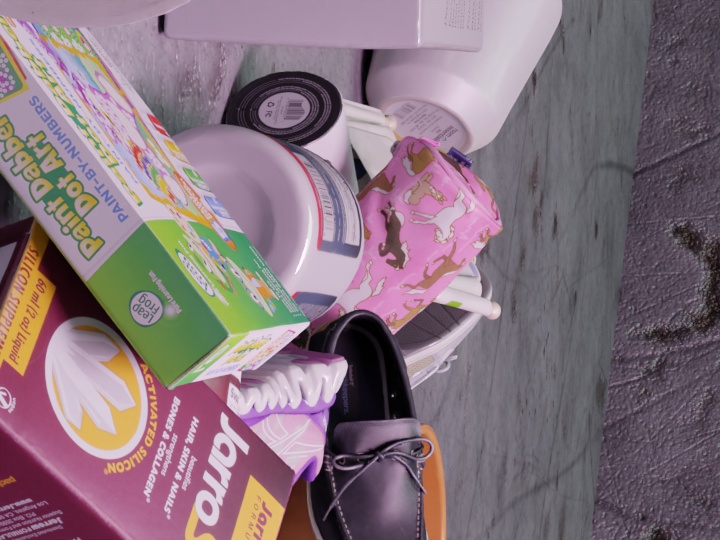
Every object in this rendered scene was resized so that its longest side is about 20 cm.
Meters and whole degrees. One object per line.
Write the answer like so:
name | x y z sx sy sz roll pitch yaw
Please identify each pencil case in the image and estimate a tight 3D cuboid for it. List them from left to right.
pencil case | 0.000 0.000 1.741 0.083 0.200 0.087 36 17 -39

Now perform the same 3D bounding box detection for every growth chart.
growth chart | 0.036 -0.047 1.870 0.145 0.018 0.200 23 34 -58

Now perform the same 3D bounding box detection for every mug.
mug | 0.080 -0.165 2.175 0.187 0.149 0.153 66 37 -51

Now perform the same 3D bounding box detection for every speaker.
speaker | -0.038 -0.038 1.808 0.200 0.081 0.081 81 18 -45

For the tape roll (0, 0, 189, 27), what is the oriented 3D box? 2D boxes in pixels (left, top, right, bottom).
tape roll | -0.129 -0.201 1.101 0.071 0.202 0.203 -74 162 -44

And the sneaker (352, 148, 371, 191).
sneaker | 0.002 -0.019 1.931 0.088 0.075 0.200 58 -2 26

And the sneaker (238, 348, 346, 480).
sneaker | -0.077 0.100 1.551 0.200 0.080 0.089 -9 106 -58

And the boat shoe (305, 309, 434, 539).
boat shoe | 0.005 0.116 1.648 0.062 0.074 0.200 124 -38 -59

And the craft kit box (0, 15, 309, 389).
craft kit box | -0.116 -0.037 1.267 0.200 0.048 0.198 52 10 5

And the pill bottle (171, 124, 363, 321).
pill bottle | -0.063 -0.022 1.612 0.200 0.119 0.120 12 81 -77

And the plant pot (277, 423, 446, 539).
plant pot | -0.028 0.198 1.769 0.200 0.140 0.201 4 90 -78

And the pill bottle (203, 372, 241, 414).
pill bottle | -0.123 0.088 1.388 0.113 0.113 0.200 51 42 -71

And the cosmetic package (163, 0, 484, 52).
cosmetic package | -0.017 -0.224 1.661 0.200 0.167 0.167 -16 109 -76

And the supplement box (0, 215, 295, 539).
supplement box | -0.131 0.087 1.225 0.200 0.086 0.110 47 40 -31

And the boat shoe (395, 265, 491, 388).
boat shoe | 0.011 0.065 1.898 0.202 0.074 0.065 -40 152 -18
